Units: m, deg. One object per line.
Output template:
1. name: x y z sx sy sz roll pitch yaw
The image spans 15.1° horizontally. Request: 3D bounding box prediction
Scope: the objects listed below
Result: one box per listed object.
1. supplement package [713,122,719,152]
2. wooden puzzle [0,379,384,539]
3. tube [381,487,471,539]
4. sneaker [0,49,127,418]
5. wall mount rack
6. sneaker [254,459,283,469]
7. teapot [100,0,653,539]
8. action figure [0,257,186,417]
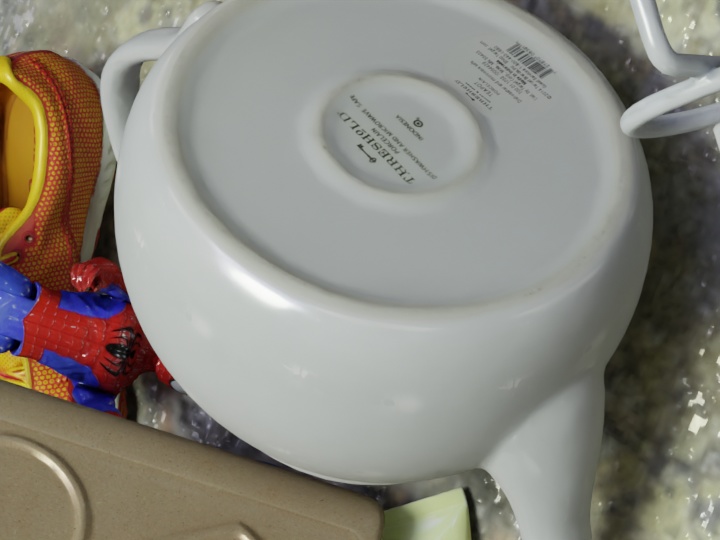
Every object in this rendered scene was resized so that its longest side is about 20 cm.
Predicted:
1. supplement package: 0.212 -0.020 0.745 0.200 0.121 0.121 -26 79 62
2. wooden puzzle: -0.098 0.135 0.927 0.046 0.184 0.201 114 172 -49
3. tube: 0.024 0.181 0.964 0.052 0.058 0.201 -38 59 48
4. sneaker: -0.141 0.013 1.095 0.073 0.077 0.202 -4 89 36
5. wall mount rack: 0.171 -0.103 0.823 0.199 0.173 0.075 -20 83 33
6. sneaker: -0.119 0.108 1.044 0.199 0.070 0.079 6 104 18
7. teapot: 0.000 0.000 0.949 0.147 0.196 0.201 103 172 -49
8. action figure: -0.133 0.018 1.011 0.099 0.199 0.066 22 94 62
